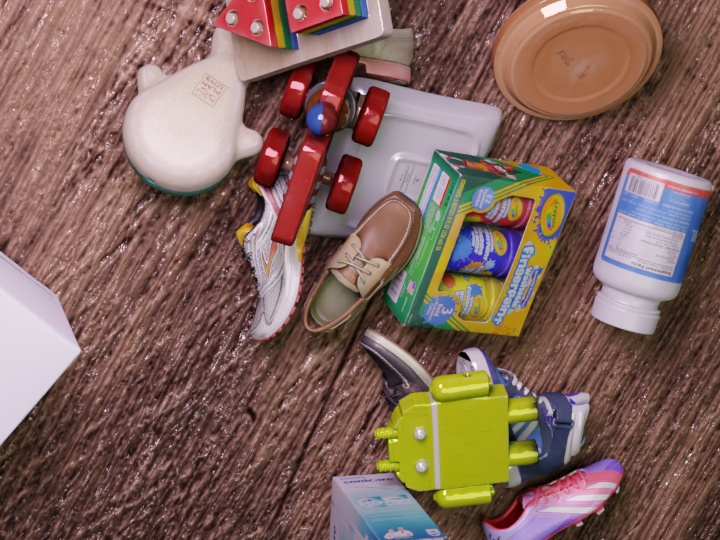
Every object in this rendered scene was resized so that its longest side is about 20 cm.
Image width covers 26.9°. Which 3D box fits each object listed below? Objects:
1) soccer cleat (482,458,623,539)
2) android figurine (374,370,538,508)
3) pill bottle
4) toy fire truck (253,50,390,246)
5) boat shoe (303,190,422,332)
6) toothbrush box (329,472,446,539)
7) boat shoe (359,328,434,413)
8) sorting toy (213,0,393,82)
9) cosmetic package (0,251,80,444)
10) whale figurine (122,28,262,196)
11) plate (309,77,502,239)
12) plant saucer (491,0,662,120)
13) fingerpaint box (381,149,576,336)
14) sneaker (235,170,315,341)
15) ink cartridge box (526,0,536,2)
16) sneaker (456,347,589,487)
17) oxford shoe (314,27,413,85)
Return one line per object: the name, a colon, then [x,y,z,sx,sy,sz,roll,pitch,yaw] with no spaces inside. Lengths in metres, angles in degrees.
soccer cleat: [0.249,0.298,1.942,0.200,0.067,0.077,-36,108,-3]
android figurine: [0.115,0.203,1.812,0.199,0.041,0.183,-5,115,-6]
pill bottle: [0.352,-0.029,1.858,0.112,0.112,0.201,12,102,-20]
toy fire truck: [-0.045,-0.135,1.618,0.112,0.168,0.201,20,106,-4]
boat shoe: [0.000,0.000,1.733,0.076,0.074,0.200,37,117,6]
toothbrush box: [0.027,0.348,1.808,0.085,0.200,0.147,-2,104,-18]
boat shoe: [0.062,0.150,1.836,0.065,0.072,0.200,-47,119,-6]
sorting toy: [-0.080,-0.317,1.564,0.070,0.198,0.201,-6,85,-53]
cosmetic package: [-0.415,0.096,1.596,0.123,0.200,0.199,41,90,-23]
whale figurine: [-0.178,-0.172,1.666,0.159,0.104,0.200,31,70,-1]
plate: [0.054,-0.112,1.761,0.199,0.032,0.200,9,113,-22]
plant saucer: [0.253,-0.249,1.752,0.200,0.032,0.201,-4,138,-4]
fingerpaint box: [0.139,-0.028,1.774,0.166,0.073,0.200,7,116,-30]
sneaker: [-0.108,-0.019,1.739,0.082,0.078,0.201,7,93,-15]
ink cartridge box: [0.245,-0.401,1.736,0.146,0.084,0.201,11,102,-20]
sneaker: [0.212,0.162,1.887,0.146,0.081,0.201,-25,109,-16]
oxford shoe: [-0.031,-0.265,1.701,0.199,0.071,0.074,12,86,-27]
